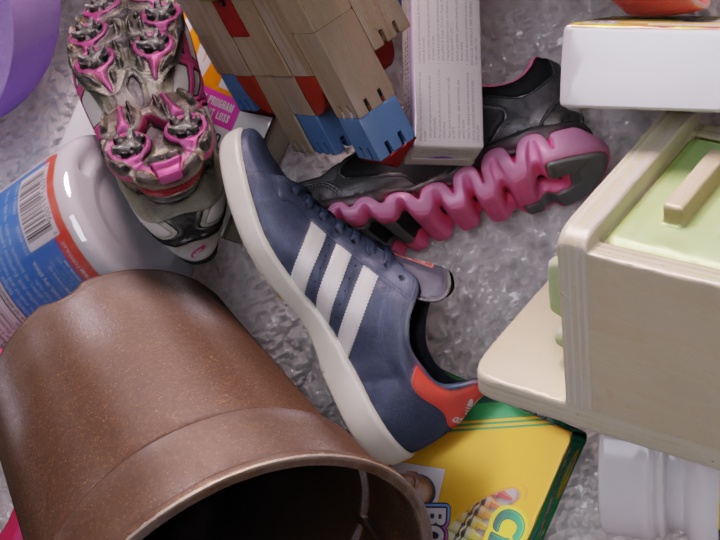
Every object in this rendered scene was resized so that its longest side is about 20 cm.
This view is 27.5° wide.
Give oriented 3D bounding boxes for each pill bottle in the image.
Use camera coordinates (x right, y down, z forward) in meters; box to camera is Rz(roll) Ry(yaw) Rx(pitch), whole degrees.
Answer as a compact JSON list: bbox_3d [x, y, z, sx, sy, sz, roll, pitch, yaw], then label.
[{"bbox_3d":[-0.206,0.013,0.883,0.200,0.112,0.112,-30,75,25],"label":"pill bottle"},{"bbox_3d":[0.227,0.096,0.755,0.199,0.114,0.115,2,82,17],"label":"pill bottle"}]

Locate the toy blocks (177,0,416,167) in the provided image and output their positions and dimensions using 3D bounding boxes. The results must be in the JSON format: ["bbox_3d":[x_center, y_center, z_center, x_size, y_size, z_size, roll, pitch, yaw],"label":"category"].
[{"bbox_3d":[-0.032,-0.125,0.803,0.100,0.200,0.137,-37,113,-20],"label":"toy blocks"}]

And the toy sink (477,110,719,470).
[{"bbox_3d":[0.164,0.005,0.700,0.200,0.130,0.112,16,131,32],"label":"toy sink"}]

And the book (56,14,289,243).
[{"bbox_3d":[-0.093,-0.135,0.920,0.133,0.048,0.200,25,93,19],"label":"book"}]

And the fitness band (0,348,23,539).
[{"bbox_3d":[-0.248,0.126,0.864,0.200,0.143,0.037,-63,27,28],"label":"fitness band"}]

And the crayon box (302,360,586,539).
[{"bbox_3d":[0.033,0.159,0.829,0.119,0.058,0.200,23,89,18],"label":"crayon box"}]

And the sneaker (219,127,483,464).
[{"bbox_3d":[0.000,0.000,0.791,0.084,0.075,0.200,-30,89,11],"label":"sneaker"}]

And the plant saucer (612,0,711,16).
[{"bbox_3d":[0.109,-0.218,0.780,0.200,0.200,0.037,40,122,-2],"label":"plant saucer"}]

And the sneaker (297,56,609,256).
[{"bbox_3d":[0.040,-0.069,0.860,0.200,0.079,0.096,-15,69,7],"label":"sneaker"}]

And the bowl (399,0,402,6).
[{"bbox_3d":[0.025,-0.252,0.864,0.200,0.039,0.201,1,80,-7],"label":"bowl"}]

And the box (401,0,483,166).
[{"bbox_3d":[0.043,-0.158,0.808,0.041,0.039,0.201,0,79,-7],"label":"box"}]

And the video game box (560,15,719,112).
[{"bbox_3d":[0.215,-0.107,0.751,0.199,0.182,0.047,4,99,16],"label":"video game box"}]

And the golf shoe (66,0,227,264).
[{"bbox_3d":[-0.122,-0.088,0.851,0.072,0.092,0.200,-15,47,-3],"label":"golf shoe"}]

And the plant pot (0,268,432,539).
[{"bbox_3d":[-0.096,0.114,0.769,0.200,0.200,0.198,-46,44,5],"label":"plant pot"}]

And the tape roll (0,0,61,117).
[{"bbox_3d":[-0.291,-0.174,0.917,0.200,0.066,0.201,7,115,15],"label":"tape roll"}]
